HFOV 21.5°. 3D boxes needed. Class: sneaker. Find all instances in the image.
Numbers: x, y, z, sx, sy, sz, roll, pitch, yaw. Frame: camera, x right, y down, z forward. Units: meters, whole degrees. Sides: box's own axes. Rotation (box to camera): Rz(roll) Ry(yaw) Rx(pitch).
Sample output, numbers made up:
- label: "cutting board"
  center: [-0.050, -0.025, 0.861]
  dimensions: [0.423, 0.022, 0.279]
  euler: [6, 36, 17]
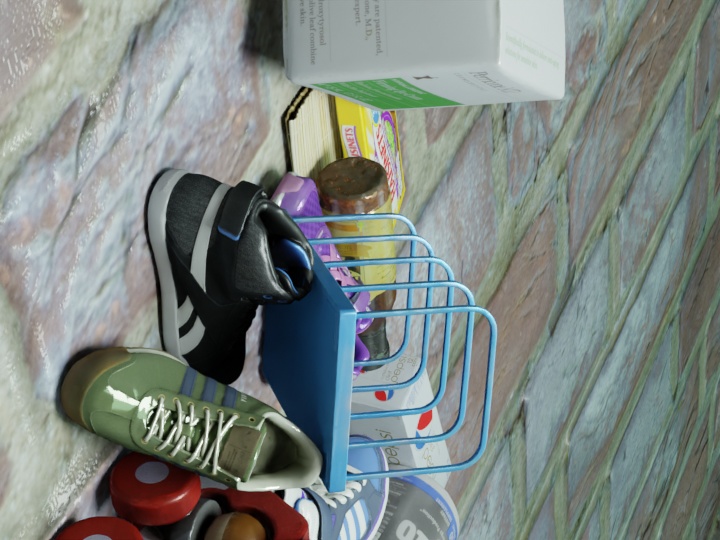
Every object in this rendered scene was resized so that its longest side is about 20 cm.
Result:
- label: "sneaker"
  center: [-0.032, 0.013, 1.524]
  dimensions: [0.081, 0.088, 0.201]
  euler: [-55, 149, -49]
- label: "sneaker"
  center: [-0.038, 0.197, 1.620]
  dimensions: [0.201, 0.080, 0.147]
  euler: [-60, 158, -29]
- label: "sneaker"
  center: [-0.083, 0.022, 1.357]
  dimensions: [0.073, 0.111, 0.201]
  euler: [-58, 151, -38]
- label: "sneaker"
  center: [-0.104, 0.106, 1.290]
  dimensions: [0.200, 0.090, 0.068]
  euler: [23, 91, -48]

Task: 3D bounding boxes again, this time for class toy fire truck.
- label: "toy fire truck"
  center: [-0.111, 0.217, 1.312]
  dimensions: [0.200, 0.167, 0.113]
  euler: [-53, 149, -48]

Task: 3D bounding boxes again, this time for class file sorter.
- label: "file sorter"
  center: [0.010, 0.052, 1.405]
  dimensions: [0.200, 0.122, 0.140]
  euler: [-127, -142, -62]

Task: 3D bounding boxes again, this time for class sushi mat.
- label: "sushi mat"
  center: [-0.032, -0.071, 1.584]
  dimensions: [0.096, 0.012, 0.201]
  euler: [-56, 151, -44]

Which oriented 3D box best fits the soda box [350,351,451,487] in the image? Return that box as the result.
- label: "soda box"
  center: [0.035, 0.157, 1.812]
  dimensions: [0.201, 0.068, 0.064]
  euler: [74, 34, -51]

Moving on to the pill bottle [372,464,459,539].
- label: "pill bottle"
  center: [0.007, 0.281, 1.742]
  dimensions: [0.200, 0.113, 0.115]
  euler: [-54, 149, -48]

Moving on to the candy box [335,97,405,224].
- label: "candy box"
  center: [0.010, -0.112, 1.636]
  dimensions: [0.201, 0.026, 0.103]
  euler: [81, 21, -44]

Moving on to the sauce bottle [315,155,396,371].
- label: "sauce bottle"
  center: [0.000, 0.000, 1.599]
  dimensions: [0.066, 0.065, 0.201]
  euler: [-57, 150, -45]

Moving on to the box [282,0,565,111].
- label: "box"
  center: [0.052, -0.233, 1.442]
  dimensions: [0.199, 0.170, 0.202]
  euler: [6, 81, -70]
